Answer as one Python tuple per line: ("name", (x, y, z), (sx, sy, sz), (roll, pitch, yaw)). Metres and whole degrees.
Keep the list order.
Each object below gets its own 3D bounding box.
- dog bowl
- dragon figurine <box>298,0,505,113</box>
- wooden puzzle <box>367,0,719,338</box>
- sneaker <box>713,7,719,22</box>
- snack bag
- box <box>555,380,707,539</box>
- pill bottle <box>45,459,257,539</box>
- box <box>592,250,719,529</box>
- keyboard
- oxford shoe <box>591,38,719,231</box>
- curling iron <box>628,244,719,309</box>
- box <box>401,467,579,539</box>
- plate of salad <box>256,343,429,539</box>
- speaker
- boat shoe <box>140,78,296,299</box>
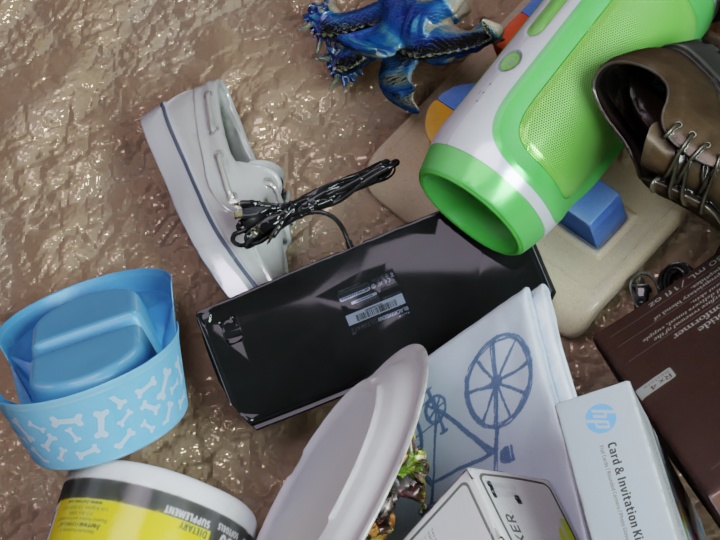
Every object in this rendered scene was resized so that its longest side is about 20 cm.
("dog bowl", (-0.153, 0.056, 1.158), (0.111, 0.050, 0.200), (-19, 19, -2))
("dragon figurine", (0.027, -0.135, 1.204), (0.099, 0.059, 0.200), (-39, 29, 0))
("wooden puzzle", (0.122, -0.085, 1.189), (0.185, 0.046, 0.200), (37, 81, 31))
("sneaker", (0.163, -0.218, 1.219), (0.200, 0.074, 0.081), (38, 40, 26))
("snack bag", (0.057, 0.135, 1.067), (0.188, 0.021, 0.201), (-38, 52, 37))
("box", (0.151, 0.163, 0.960), (0.041, 0.200, 0.157), (-18, 59, 9))
("pill bottle", (-0.134, 0.215, 1.092), (0.114, 0.114, 0.201), (5, 67, 23))
("box", (0.197, 0.068, 0.996), (0.100, 0.075, 0.200), (-34, 24, 2))
("keyboard", (0.000, 0.000, 1.150), (0.199, 0.021, 0.128), (-22, 84, 0))
("oxford shoe", (0.183, -0.045, 1.009), (0.084, 0.073, 0.200), (-6, 37, -33))
("curling iron", (0.218, -0.042, 1.142), (0.049, 0.026, 0.200), (31, 78, 27))
("box", (0.039, 0.207, 1.002), (0.200, 0.060, 0.117), (-52, 46, 28))
("plate of salad", (-0.010, 0.131, 1.060), (0.048, 0.200, 0.201), (31, 75, -10))
("speaker", (0.120, -0.107, 1.113), (0.088, 0.089, 0.200), (31, 75, 30))
("boat shoe", (-0.074, -0.041, 1.224), (0.065, 0.074, 0.201), (-33, 59, 7))
